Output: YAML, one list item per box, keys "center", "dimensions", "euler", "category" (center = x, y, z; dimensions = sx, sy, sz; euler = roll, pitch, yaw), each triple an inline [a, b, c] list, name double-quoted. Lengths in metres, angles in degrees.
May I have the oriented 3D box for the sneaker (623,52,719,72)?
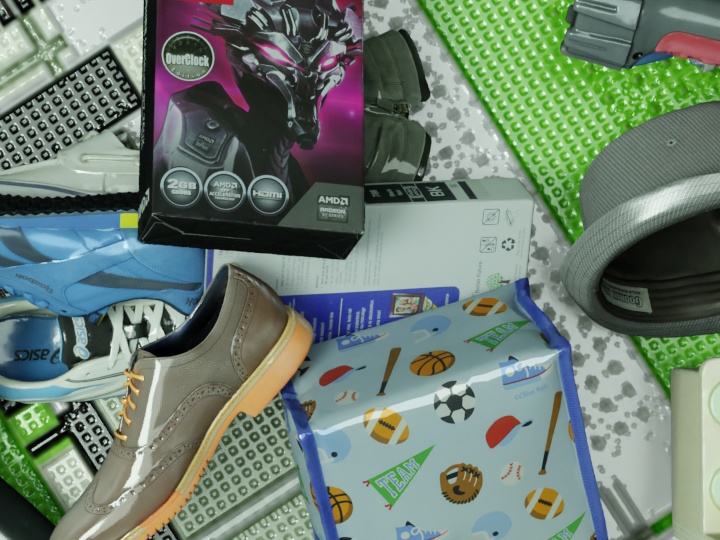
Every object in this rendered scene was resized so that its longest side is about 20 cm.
- center: [0.257, -0.131, 1.756]
  dimensions: [0.199, 0.081, 0.147]
  euler: [-31, 86, -6]
  category: "sneaker"

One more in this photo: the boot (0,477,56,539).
- center: [-0.220, 0.127, 1.709]
  dimensions: [0.162, 0.073, 0.199]
  euler: [44, 133, 9]
  category: "boot"

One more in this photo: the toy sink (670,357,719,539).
- center: [0.252, 0.104, 1.696]
  dimensions: [0.129, 0.200, 0.113]
  euler: [-1, 90, 0]
  category: "toy sink"

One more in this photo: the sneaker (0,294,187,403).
- center: [-0.140, 0.040, 1.755]
  dimensions: [0.199, 0.072, 0.072]
  euler: [-9, 88, -2]
  category: "sneaker"

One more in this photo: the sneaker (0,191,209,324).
- center: [-0.185, -0.004, 1.695]
  dimensions: [0.199, 0.066, 0.079]
  euler: [1, 105, -3]
  category: "sneaker"

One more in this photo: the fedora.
- center: [0.208, -0.038, 1.735]
  dimensions: [0.199, 0.177, 0.091]
  euler: [-13, 60, 1]
  category: "fedora"

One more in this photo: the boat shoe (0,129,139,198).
- center: [-0.150, -0.048, 1.765]
  dimensions: [0.199, 0.071, 0.070]
  euler: [0, 62, 3]
  category: "boat shoe"

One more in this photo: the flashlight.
- center: [0.215, -0.123, 1.700]
  dimensions: [0.199, 0.068, 0.068]
  euler: [12, 70, 0]
  category: "flashlight"

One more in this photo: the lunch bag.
- center: [0.050, 0.127, 1.729]
  dimensions: [0.169, 0.124, 0.201]
  euler: [-17, 117, -3]
  category: "lunch bag"

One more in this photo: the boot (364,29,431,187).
- center: [-0.031, -0.134, 1.767]
  dimensions: [0.130, 0.068, 0.201]
  euler: [-3, 73, -22]
  category: "boot"

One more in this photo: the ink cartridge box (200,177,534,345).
- center: [0.000, 0.000, 1.732]
  dimensions: [0.199, 0.039, 0.100]
  euler: [-3, 117, -18]
  category: "ink cartridge box"

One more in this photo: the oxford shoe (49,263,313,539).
- center: [-0.116, 0.083, 1.666]
  dimensions: [0.073, 0.071, 0.200]
  euler: [45, 77, -25]
  category: "oxford shoe"

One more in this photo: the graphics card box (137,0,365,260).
- center: [-0.062, -0.110, 1.679]
  dimensions: [0.125, 0.051, 0.201]
  euler: [6, 70, -14]
  category: "graphics card box"
